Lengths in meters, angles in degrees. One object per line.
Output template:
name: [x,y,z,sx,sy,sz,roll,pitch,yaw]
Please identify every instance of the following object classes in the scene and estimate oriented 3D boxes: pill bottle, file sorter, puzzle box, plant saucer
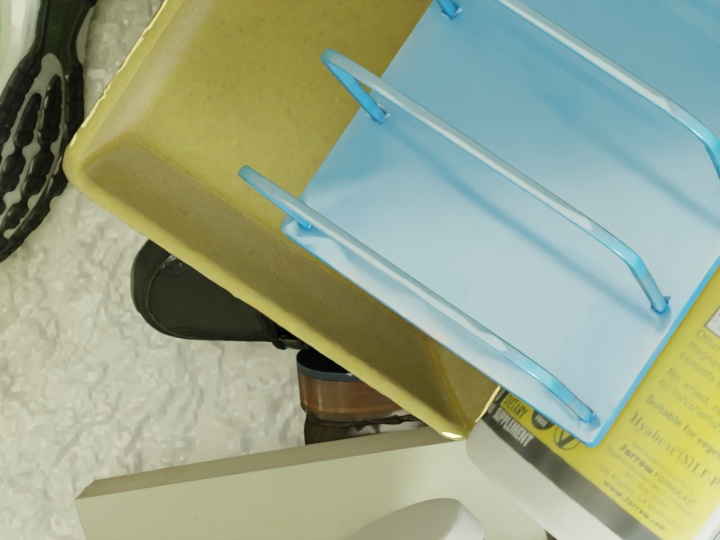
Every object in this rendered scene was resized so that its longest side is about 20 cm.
pill bottle: [0.139,0.022,1.085,0.111,0.111,0.200,39,91,13]
file sorter: [0.072,-0.067,0.996,0.138,0.123,0.201,34,88,15]
puzzle box: [-0.009,0.135,1.202,0.199,0.025,0.134,-9,106,21]
plant saucer: [0.014,-0.071,1.096,0.199,0.048,0.201,34,89,-22]

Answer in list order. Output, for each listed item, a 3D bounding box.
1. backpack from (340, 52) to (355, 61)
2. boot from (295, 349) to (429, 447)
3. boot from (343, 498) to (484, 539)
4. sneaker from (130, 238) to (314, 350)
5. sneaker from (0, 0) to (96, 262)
backpack: [-0.045,-0.200,1.170,0.200,0.154,0.191,31,94,57]
boot: [0.075,0.077,1.214,0.199,0.075,0.098,0,108,9]
boot: [-0.006,0.169,1.167,0.200,0.073,0.090,-35,102,33]
sneaker: [0.000,0.000,1.186,0.199,0.079,0.076,-8,118,11]
sneaker: [-0.168,-0.093,1.280,0.088,0.077,0.201,11,83,27]
